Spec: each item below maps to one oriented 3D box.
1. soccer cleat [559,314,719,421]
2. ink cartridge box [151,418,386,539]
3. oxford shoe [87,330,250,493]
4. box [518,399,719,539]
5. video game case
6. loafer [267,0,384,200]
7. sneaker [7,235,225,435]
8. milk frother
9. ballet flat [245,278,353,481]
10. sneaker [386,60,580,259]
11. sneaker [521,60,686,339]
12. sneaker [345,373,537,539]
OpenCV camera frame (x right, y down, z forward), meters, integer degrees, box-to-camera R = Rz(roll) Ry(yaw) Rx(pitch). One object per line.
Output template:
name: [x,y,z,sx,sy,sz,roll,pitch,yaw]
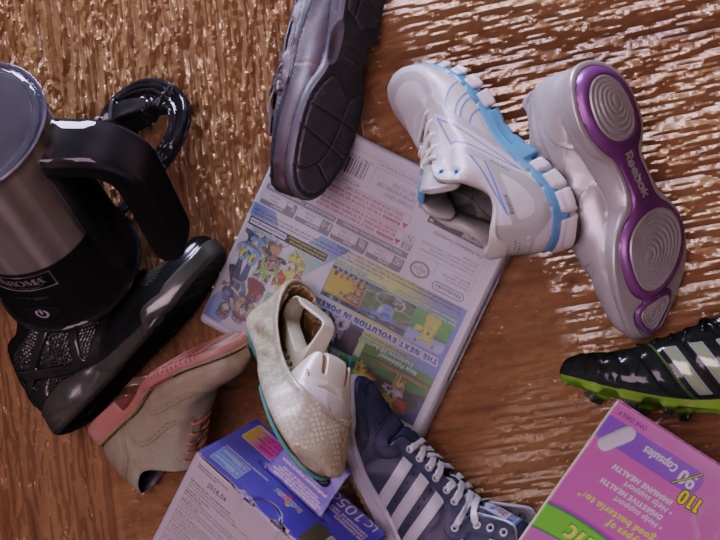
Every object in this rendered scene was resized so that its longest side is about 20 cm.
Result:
soccer cleat: [0.240,0.064,1.459,0.200,0.068,0.081,4,80,14]
ink cartridge box: [-0.073,0.206,1.514,0.136,0.076,0.200,40,128,17]
oxford shoe: [-0.129,0.105,1.559,0.074,0.071,0.200,59,141,6]
box: [0.192,0.223,1.408,0.176,0.097,0.200,33,79,18]
video game case: [0.000,0.000,1.569,0.200,0.022,0.182,27,96,19]
loafer: [-0.035,-0.145,1.558,0.063,0.072,0.200,4,70,34]
sneaker: [-0.198,0.024,1.610,0.199,0.076,0.114,-44,80,18]
milk frother: [-0.223,-0.092,1.536,0.180,0.188,0.200,-16,55,7]
ballet flat: [-0.040,0.069,1.482,0.062,0.067,0.200,-50,32,16]
sneaker: [0.067,-0.079,1.488,0.200,0.087,0.075,48,144,36]
sneaker: [0.171,-0.048,1.493,0.100,0.075,0.200,-10,96,56]
sneaker: [0.059,0.158,1.506,0.108,0.070,0.200,-20,92,22]
